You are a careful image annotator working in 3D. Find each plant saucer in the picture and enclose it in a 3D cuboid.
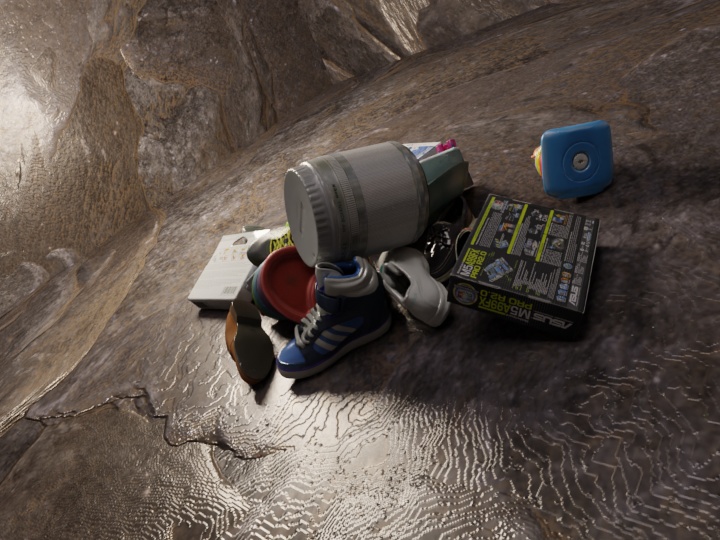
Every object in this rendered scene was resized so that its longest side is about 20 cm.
[{"bbox_3d":[0.131,-0.117,0.986,0.199,0.039,0.201,-38,-8,-6],"label":"plant saucer"}]

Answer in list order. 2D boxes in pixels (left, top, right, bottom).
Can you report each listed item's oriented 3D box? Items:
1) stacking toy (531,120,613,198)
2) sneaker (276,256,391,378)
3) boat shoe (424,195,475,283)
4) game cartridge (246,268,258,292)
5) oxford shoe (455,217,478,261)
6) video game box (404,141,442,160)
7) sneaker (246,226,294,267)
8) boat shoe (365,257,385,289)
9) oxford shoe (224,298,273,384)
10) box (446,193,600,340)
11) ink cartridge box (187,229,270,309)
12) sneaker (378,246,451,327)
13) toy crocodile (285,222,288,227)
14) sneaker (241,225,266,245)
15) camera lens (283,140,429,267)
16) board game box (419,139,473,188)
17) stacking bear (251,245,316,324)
[{"bbox_3d":[0.341,-0.194,0.932,0.112,0.113,0.200,-10,15,1],"label":"stacking toy"},{"bbox_3d":[-0.058,0.057,0.782,0.196,0.149,0.081,-25,32,1],"label":"sneaker"},{"bbox_3d":[0.139,-0.052,0.892,0.070,0.066,0.201,-4,34,38],"label":"boat shoe"},{"bbox_3d":[-0.147,-0.048,1.088,0.201,0.040,0.133,-54,7,-34],"label":"game cartridge"},{"bbox_3d":[0.181,-0.040,0.815,0.069,0.075,0.202,-17,27,21],"label":"oxford shoe"},{"bbox_3d":[0.090,-0.255,1.354,0.199,0.048,0.181,-39,25,-22],"label":"video game box"},{"bbox_3d":[-0.118,-0.055,0.949,0.194,0.077,0.085,-13,-13,12],"label":"sneaker"},{"bbox_3d":[0.000,0.000,0.928,0.090,0.072,0.198,-39,26,-20],"label":"boat shoe"},{"bbox_3d":[-0.194,0.132,0.908,0.073,0.070,0.201,-61,28,18],"label":"oxford shoe"},{"bbox_3d":[0.215,-0.016,0.693,0.156,0.045,0.201,15,42,19],"label":"box"},{"bbox_3d":[-0.280,0.000,1.191,0.196,0.044,0.177,-3,54,44],"label":"ink cartridge box"},{"bbox_3d":[0.058,0.005,0.802,0.077,0.087,0.200,-62,28,12],"label":"sneaker"},{"bbox_3d":[-0.110,-0.090,1.236,0.195,0.062,0.069,-22,66,10],"label":"toy crocodile"},{"bbox_3d":[-0.212,-0.030,1.221,0.069,0.082,0.200,-5,30,-36],"label":"sneaker"},{"bbox_3d":[-0.003,-0.102,0.825,0.195,0.165,0.159,-16,20,-22],"label":"camera lens"},{"bbox_3d":[0.111,-0.173,1.046,0.195,0.027,0.199,-19,-16,16],"label":"board game box"},{"bbox_3d":[-0.136,0.035,0.931,0.200,0.111,0.125,148,139,-67],"label":"stacking bear"}]
